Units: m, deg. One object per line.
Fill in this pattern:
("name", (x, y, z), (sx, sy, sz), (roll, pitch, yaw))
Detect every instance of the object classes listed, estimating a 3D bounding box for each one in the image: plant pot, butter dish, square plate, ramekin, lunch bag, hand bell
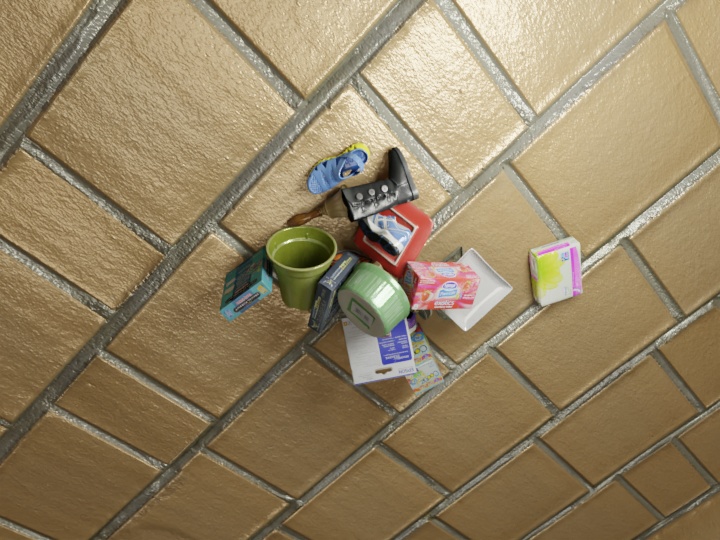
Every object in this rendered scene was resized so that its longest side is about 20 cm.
("plant pot", (-0.168, 0.005, 1.544), (0.196, 0.202, 0.187), (-2, 130, -8))
("butter dish", (0.115, -0.110, 1.547), (0.199, 0.147, 0.202), (39, 113, 22))
("square plate", (0.319, 0.058, 1.595), (0.199, 0.029, 0.198), (40, 107, -21))
("ramekin", (0.029, 0.087, 1.465), (0.098, 0.198, 0.202), (-44, 123, -27))
("lunch bag", (0.290, 0.056, 1.672), (0.199, 0.118, 0.164), (-37, 115, 18))
("hand bell", (-0.119, -0.163, 1.522), (0.196, 0.105, 0.105), (-17, 120, 16))

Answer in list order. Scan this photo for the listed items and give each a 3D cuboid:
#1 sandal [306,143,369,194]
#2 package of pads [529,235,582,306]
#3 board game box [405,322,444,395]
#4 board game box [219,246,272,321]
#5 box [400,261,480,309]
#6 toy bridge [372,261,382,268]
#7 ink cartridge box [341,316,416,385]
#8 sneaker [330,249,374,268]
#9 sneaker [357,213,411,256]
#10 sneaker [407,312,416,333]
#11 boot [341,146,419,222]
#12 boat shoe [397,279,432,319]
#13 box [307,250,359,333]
("sandal", (-0.062, -0.272, 1.457), (0.198, 0.088, 0.080), (-32, 120, 11))
("package of pads", (0.626, 0.007, 1.723), (0.152, 0.069, 0.203), (-17, 119, 0))
("board game box", (0.182, 0.280, 1.725), (0.103, 0.201, 0.104), (-26, 120, 6))
("board game box", (-0.319, 0.035, 1.516), (0.150, 0.201, 0.047), (-35, 118, 11))
("box", (0.219, 0.041, 1.485), (0.196, 0.096, 0.101), (1, 118, -22))
("toy bridge", (0.062, 0.062, 1.575), (0.067, 0.027, 0.201), (-38, 135, -10))
("ink cartridge box", (0.055, 0.221, 1.595), (0.193, 0.047, 0.204), (-11, 90, 8))
("sneaker", (0.000, 0.000, 1.596), (0.196, 0.113, 0.079), (6, 118, -12))
("sneaker", (0.059, -0.117, 1.463), (0.077, 0.200, 0.076), (-38, 148, -15))
("sneaker", (0.105, 0.175, 1.687), (0.199, 0.080, 0.085), (-33, 137, -43))
("boot", (0.039, -0.233, 1.448), (0.196, 0.167, 0.066), (-20, 162, -6))
("boat shoe", (0.163, 0.091, 1.663), (0.061, 0.071, 0.203), (-53, 132, -23))
("box", (-0.079, 0.063, 1.535), (0.050, 0.158, 0.202), (29, 138, 10))
